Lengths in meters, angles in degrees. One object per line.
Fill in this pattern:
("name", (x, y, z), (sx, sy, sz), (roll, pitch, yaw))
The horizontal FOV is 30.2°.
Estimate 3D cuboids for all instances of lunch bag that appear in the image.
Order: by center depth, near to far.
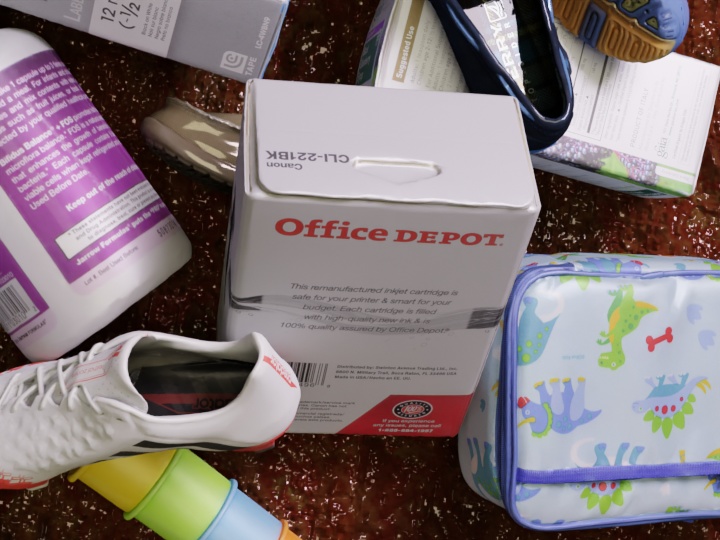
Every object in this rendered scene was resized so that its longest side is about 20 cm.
("lunch bag", (0.160, 0.072, 0.791), (0.198, 0.082, 0.162), (2, 95, -20))

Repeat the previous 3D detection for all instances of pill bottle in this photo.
("pill bottle", (-0.190, -0.058, 0.728), (0.112, 0.112, 0.201), (-36, 97, -7))

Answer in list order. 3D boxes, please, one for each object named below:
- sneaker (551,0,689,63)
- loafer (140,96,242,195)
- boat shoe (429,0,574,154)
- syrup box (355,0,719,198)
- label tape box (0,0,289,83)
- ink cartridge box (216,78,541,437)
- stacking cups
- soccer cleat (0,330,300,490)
("sneaker", (0.130, -0.201, 0.760), (0.088, 0.076, 0.200), (-21, 61, -32))
("loafer", (-0.029, -0.066, 0.778), (0.199, 0.076, 0.068), (18, 87, -19))
("boat shoe", (0.073, -0.164, 0.712), (0.084, 0.069, 0.201), (-30, 93, -10))
("syrup box", (0.101, -0.106, 0.792), (0.198, 0.079, 0.082), (14, 89, -9))
("label tape box", (-0.130, -0.195, 0.723), (0.198, 0.066, 0.144), (18, 47, -11))
("ink cartridge box", (0.000, 0.000, 0.715), (0.143, 0.201, 0.084), (3, 51, -10))
("stacking cups", (-0.074, 0.153, 0.785), (0.200, 0.060, 0.061), (38, 85, -13))
("soccer cleat", (-0.130, 0.065, 0.670), (0.198, 0.085, 0.069), (-5, 60, 3))
